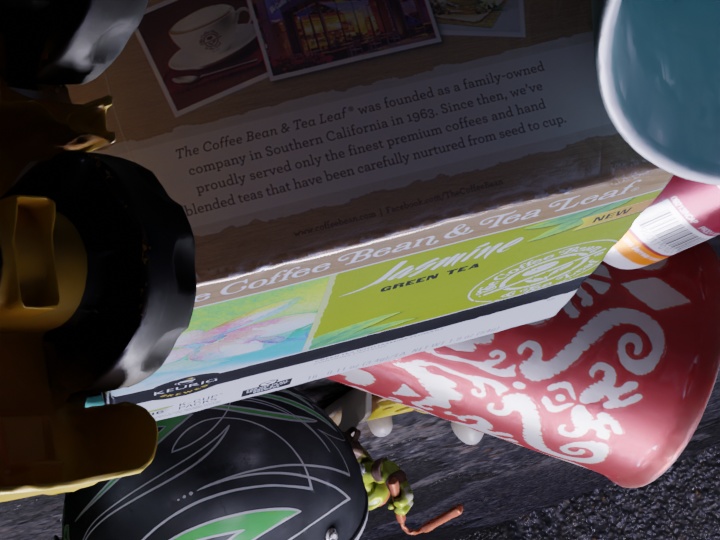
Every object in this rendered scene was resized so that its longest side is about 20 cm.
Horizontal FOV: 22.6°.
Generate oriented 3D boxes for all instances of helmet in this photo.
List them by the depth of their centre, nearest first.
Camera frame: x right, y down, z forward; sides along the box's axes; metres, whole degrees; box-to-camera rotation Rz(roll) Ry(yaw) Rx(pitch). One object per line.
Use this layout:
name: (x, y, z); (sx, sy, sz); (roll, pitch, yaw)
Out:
helmet: (-0.101, 0.162, 1.232); (0.199, 0.200, 0.192); (-2, 126, -46)

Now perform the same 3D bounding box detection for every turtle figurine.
turtle figurine: (-0.021, 0.149, 1.412); (0.161, 0.065, 0.199); (34, 159, -34)

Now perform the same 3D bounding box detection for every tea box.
tea box: (-0.015, -0.044, 0.669); (0.198, 0.135, 0.197); (-14, 165, -11)

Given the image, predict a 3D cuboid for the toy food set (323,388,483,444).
toy food set: (0.059, 0.118, 1.517); (0.198, 0.061, 0.143); (-10, 164, -29)

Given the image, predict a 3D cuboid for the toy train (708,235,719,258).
toy train: (0.139, 0.002, 1.099); (0.198, 0.086, 0.114); (-14, 177, -22)

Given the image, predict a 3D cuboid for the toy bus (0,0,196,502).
toy bus: (-0.155, -0.030, 0.452); (0.191, 0.202, 0.135); (-17, 167, 34)

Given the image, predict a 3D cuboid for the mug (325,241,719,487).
mug: (0.065, -0.001, 0.905); (0.198, 0.179, 0.133); (16, 155, -16)

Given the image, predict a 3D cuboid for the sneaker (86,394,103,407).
sneaker: (-0.168, 0.079, 1.081); (0.090, 0.078, 0.200); (-23, 167, 7)

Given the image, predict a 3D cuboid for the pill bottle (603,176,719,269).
pill bottle: (0.178, -0.087, 0.783); (0.199, 0.114, 0.113); (-25, 164, 28)

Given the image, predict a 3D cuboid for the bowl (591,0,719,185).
bowl: (0.148, -0.129, 0.547); (0.199, 0.106, 0.202); (-13, 148, -9)
